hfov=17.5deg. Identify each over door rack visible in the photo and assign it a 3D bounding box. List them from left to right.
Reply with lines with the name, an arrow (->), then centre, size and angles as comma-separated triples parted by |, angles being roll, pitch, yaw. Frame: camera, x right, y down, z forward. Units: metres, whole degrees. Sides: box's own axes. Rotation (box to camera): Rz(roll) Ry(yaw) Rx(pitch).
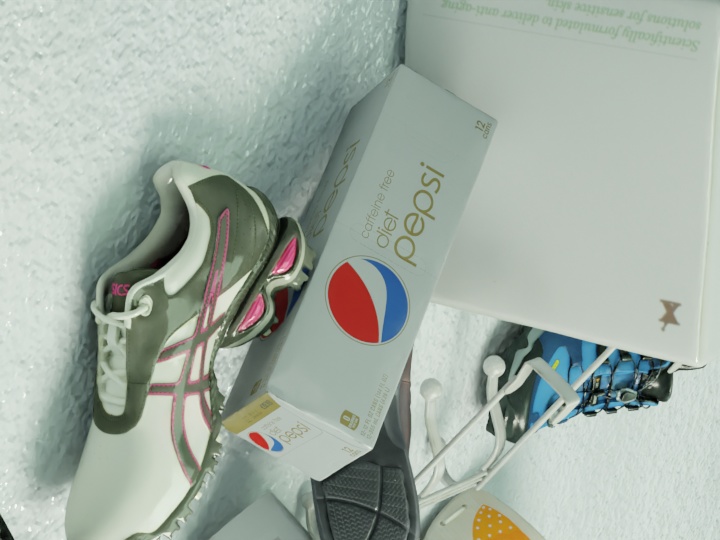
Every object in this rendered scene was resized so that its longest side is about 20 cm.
over door rack -> 0.071, 0.079, 1.317 | 0.200, 0.067, 0.147 | -36, 170, 36

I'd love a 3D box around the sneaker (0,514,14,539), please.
sneaker -> -0.176, 0.187, 1.055 | 0.093, 0.070, 0.201 | -27, 121, -14

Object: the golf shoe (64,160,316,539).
golf shoe -> -0.103, 0.044, 1.109 | 0.088, 0.077, 0.201 | 36, 71, -40

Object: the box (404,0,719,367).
box -> 0.145, -0.077, 1.285 | 0.171, 0.198, 0.201 | -23, 120, -51

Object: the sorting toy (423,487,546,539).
sorting toy -> 0.062, 0.275, 1.454 | 0.180, 0.106, 0.201 | -39, 137, -39

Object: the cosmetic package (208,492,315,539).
cosmetic package -> -0.016, 0.213, 1.283 | 0.074, 0.102, 0.200 | -39, 143, -5

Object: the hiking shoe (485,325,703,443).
hiking shoe -> 0.157, 0.058, 1.492 | 0.200, 0.086, 0.075 | -34, 142, -44

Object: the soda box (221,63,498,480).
soda box -> 0.000, 0.000, 1.177 | 0.068, 0.063, 0.201 | -37, -152, 59

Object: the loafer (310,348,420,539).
loafer -> -0.004, 0.068, 1.236 | 0.063, 0.071, 0.201 | 94, -7, -74
